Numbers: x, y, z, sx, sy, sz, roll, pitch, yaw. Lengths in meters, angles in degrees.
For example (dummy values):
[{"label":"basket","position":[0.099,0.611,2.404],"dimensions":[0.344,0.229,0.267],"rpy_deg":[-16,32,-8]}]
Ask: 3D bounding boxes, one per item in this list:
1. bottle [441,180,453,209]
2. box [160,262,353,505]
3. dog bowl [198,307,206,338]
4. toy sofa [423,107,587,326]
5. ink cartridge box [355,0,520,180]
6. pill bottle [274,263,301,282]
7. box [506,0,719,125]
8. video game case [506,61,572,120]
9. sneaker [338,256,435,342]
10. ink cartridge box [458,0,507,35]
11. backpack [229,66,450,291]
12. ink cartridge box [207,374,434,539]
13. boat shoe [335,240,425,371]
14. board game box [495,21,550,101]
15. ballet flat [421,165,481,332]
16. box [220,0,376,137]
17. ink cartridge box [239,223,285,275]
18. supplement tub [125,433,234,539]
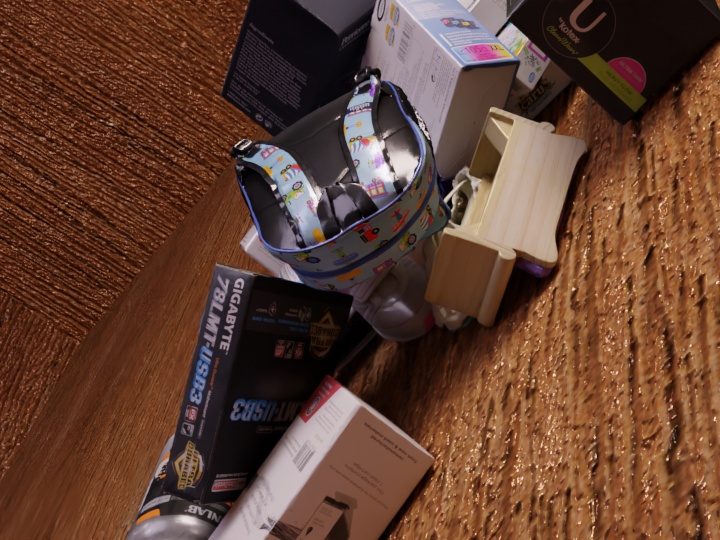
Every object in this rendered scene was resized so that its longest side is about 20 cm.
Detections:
[{"label":"bottle","position":[0.034,-0.096,1.371],"dimensions":[0.065,0.199,0.084],"rpy_deg":[-49,57,24]},{"label":"box","position":[-0.088,0.105,1.184],"dimensions":[0.200,0.049,0.200],"rpy_deg":[16,-93,-65]},{"label":"dog bowl","position":[-0.104,0.104,1.394],"dimensions":[0.200,0.049,0.112],"rpy_deg":[52,125,38]},{"label":"toy sofa","position":[0.130,-0.047,1.159],"dimensions":[0.201,0.097,0.083],"rpy_deg":[-67,-5,-46]},{"label":"ink cartridge box","position":[0.066,-0.206,1.350],"dimensions":[0.200,0.076,0.137],"rpy_deg":[52,139,39]},{"label":"pill bottle","position":[-0.032,0.015,1.460],"dimensions":[0.200,0.109,0.109],"rpy_deg":[-51,13,13]},{"label":"box","position":[0.222,-0.252,1.178],"dimensions":[0.124,0.148,0.200],"rpy_deg":[-45,15,25]},{"label":"video game case","position":[0.178,-0.220,1.477],"dimensions":[0.181,0.045,0.200],"rpy_deg":[-43,16,32]},{"label":"sneaker","position":[0.000,0.000,1.295],"dimensions":[0.200,0.088,0.082],"rpy_deg":[34,88,41]},{"label":"ink cartridge box","position":[0.133,-0.302,1.491],"dimensions":[0.200,0.045,0.176],"rpy_deg":[-48,16,19]},{"label":"backpack","position":[-0.007,-0.062,1.169],"dimensions":[0.182,0.135,0.200],"rpy_deg":[-29,34,4]},{"label":"ink cartridge box","position":[-0.043,0.198,1.079],"dimensions":[0.201,0.083,0.147],"rpy_deg":[-54,12,-3]},{"label":"boat shoe","position":[0.019,0.024,1.367],"dimensions":[0.200,0.072,0.069],"rpy_deg":[-41,43,4]},{"label":"board game box","position":[0.154,-0.228,1.406],"dimensions":[0.135,0.034,0.200],"rpy_deg":[-57,14,-19]},{"label":"ballet flat","position":[0.090,-0.026,1.239],"dimensions":[0.072,0.072,0.201],"rpy_deg":[-41,19,42]},{"label":"box","position":[-0.036,-0.272,1.469],"dimensions":[0.197,0.117,0.200],"rpy_deg":[-45,-11,-36]},{"label":"ink cartridge box","position":[-0.029,-0.066,1.569],"dimensions":[0.200,0.145,0.085],"rpy_deg":[-53,12,-1]},{"label":"supplement tub","position":[-0.155,0.247,1.256],"dimensions":[0.123,0.122,0.200],"rpy_deg":[-46,16,27]}]
